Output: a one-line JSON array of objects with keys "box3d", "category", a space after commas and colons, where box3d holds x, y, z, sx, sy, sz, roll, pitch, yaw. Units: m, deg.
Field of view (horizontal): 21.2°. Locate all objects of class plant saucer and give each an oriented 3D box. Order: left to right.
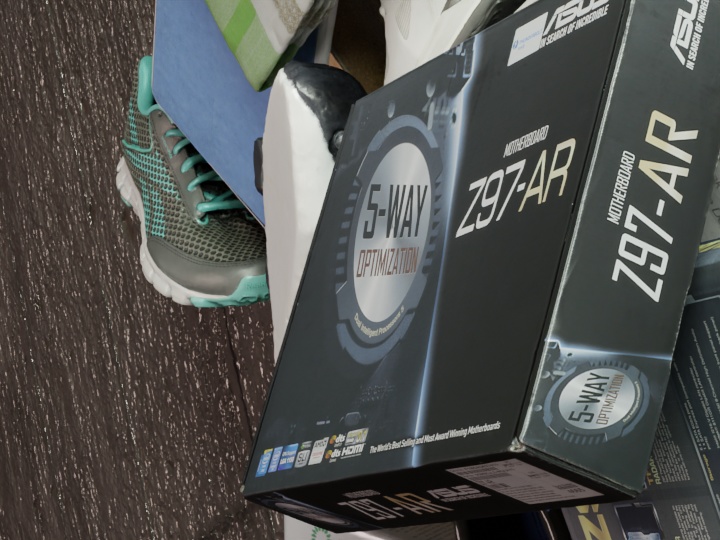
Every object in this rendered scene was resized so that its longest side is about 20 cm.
[{"box3d": [-0.007, -0.120, 0.944, 0.201, 0.035, 0.200, 54, -179, -1], "category": "plant saucer"}]

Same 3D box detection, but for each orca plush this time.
[{"box3d": [0.000, 0.000, 0.849, 0.105, 0.071, 0.201, -136, 40, -66], "category": "orca plush"}]

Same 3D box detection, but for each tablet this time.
[{"box3d": [-0.055, -0.112, 0.880, 0.130, 0.014, 0.201, 48, 149, 28], "category": "tablet"}]

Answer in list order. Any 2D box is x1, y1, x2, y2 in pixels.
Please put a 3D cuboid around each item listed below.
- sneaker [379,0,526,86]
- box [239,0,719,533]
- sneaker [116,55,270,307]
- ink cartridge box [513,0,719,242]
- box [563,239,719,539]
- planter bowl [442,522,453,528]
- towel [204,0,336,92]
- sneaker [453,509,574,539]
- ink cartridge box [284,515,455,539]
[{"box3d": [0.029, -0.147, 0.770, 0.115, 0.076, 0.201, 42, 136, 20], "category": "sneaker"}, {"box3d": [0.038, 0.000, 0.630, 0.200, 0.043, 0.161, -20, 51, 62], "category": "box"}, {"box3d": [-0.090, -0.053, 1.041, 0.200, 0.077, 0.092, -129, 35, -51], "category": "sneaker"}, {"box3d": [0.134, -0.057, 0.657, 0.147, 0.083, 0.200, 62, 152, 6], "category": "ink cartridge box"}, {"box3d": [0.132, 0.090, 0.612, 0.158, 0.051, 0.201, -21, 89, 61], "category": "box"}, {"box3d": [0.058, 0.079, 0.894, 0.200, 0.083, 0.202, 25, 118, 61], "category": "planter bowl"}, {"box3d": [-0.037, -0.176, 0.759, 0.150, 0.031, 0.200, 63, 153, 10], "category": "towel"}, {"box3d": [0.081, 0.146, 0.712, 0.070, 0.078, 0.201, -27, 82, 45], "category": "sneaker"}, {"box3d": [0.050, 0.212, 0.842, 0.199, 0.043, 0.198, 14, 111, 38], "category": "ink cartridge box"}]
